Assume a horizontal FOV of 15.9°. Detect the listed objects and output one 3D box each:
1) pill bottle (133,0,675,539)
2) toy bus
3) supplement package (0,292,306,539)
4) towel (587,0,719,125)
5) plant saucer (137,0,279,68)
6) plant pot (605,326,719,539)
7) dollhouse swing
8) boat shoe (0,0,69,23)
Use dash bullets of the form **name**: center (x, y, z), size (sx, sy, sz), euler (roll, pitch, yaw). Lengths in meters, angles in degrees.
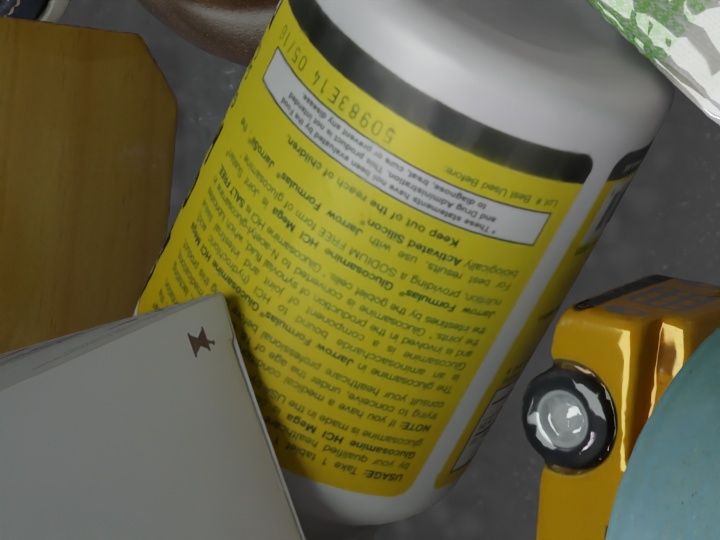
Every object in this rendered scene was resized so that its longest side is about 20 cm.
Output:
- **pill bottle**: center (0.000, 0.000, 0.756), size (0.112, 0.112, 0.200), euler (40, 119, 23)
- **toy bus**: center (0.090, 0.107, 0.743), size (0.078, 0.065, 0.201), euler (12, 106, 32)
- **supplement package**: center (-0.089, 0.130, 0.692), size (0.111, 0.156, 0.201), euler (-16, 95, 41)
- **towel**: center (0.099, -0.139, 0.698), size (0.200, 0.031, 0.149), euler (45, 109, 17)
- **plant saucer**: center (-0.032, -0.160, 0.799), size (0.200, 0.032, 0.201), euler (7, 102, 35)
- **plant pot**: center (0.166, 0.089, 0.616), size (0.188, 0.200, 0.201), euler (18, 110, 45)
- **dollhouse swing**: center (-0.169, 0.020, 0.831), size (0.181, 0.200, 0.176), euler (-12, 83, 36)
- **boat shoe**: center (-0.172, -0.153, 0.876), size (0.200, 0.062, 0.075), euler (51, 127, 19)
